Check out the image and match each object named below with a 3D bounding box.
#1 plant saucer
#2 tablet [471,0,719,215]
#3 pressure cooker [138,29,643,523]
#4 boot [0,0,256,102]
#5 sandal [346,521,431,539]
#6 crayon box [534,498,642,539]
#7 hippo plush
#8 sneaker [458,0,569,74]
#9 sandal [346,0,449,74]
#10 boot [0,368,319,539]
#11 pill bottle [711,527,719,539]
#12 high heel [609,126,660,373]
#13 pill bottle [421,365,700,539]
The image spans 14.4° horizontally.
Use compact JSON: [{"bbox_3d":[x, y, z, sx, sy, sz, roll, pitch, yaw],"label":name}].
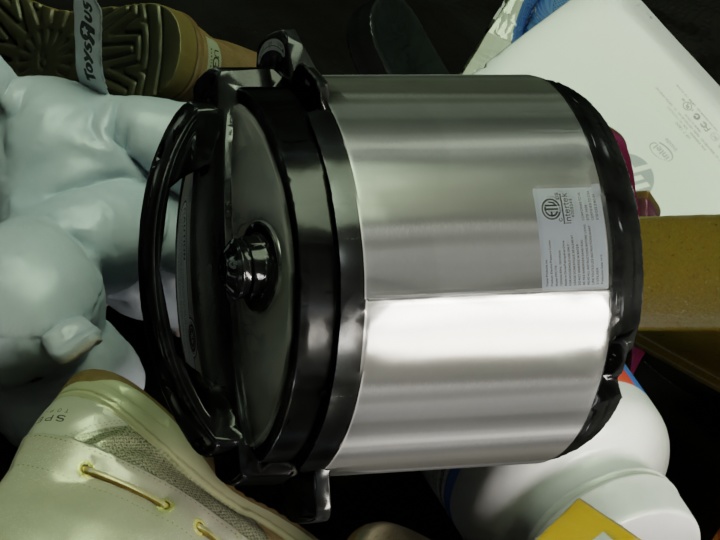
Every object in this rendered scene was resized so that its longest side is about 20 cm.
[{"bbox_3d":[0.216,0.028,1.384,0.199,0.049,0.199,-1,-19,43],"label":"plant saucer"},{"bbox_3d":[0.161,-0.060,1.570,0.130,0.014,0.200,-37,78,-24],"label":"tablet"},{"bbox_3d":[0.001,-0.001,1.226,0.199,0.179,0.176,-3,43,-22],"label":"pressure cooker"},{"bbox_3d":[-0.099,-0.083,1.471,0.174,0.067,0.200,5,-7,33],"label":"boot"},{"bbox_3d":[0.079,0.160,1.257,0.199,0.054,0.080,31,27,-17],"label":"sandal"},{"bbox_3d":[0.127,0.194,1.172,0.200,0.052,0.126,33,59,32],"label":"crayon box"},{"bbox_3d":[-0.119,-0.005,1.316,0.158,0.201,0.161,-2,43,16],"label":"hippo plush"},{"bbox_3d":[0.103,-0.105,1.651,0.089,0.079,0.200,30,45,0],"label":"sneaker"},{"bbox_3d":[0.060,-0.055,1.489,0.201,0.048,0.075,59,32,-18],"label":"sandal"},{"bbox_3d":[-0.089,0.156,1.212,0.200,0.072,0.155,43,48,-2],"label":"boot"},{"bbox_3d":[0.239,0.112,1.314,0.110,0.200,0.112,13,47,-14],"label":"pill bottle"},{"bbox_3d":[0.106,-0.014,1.446,0.067,0.200,0.097,0,71,21],"label":"high heel"},{"bbox_3d":[0.080,0.073,1.370,0.112,0.113,0.200,-5,44,-32],"label":"pill bottle"}]
